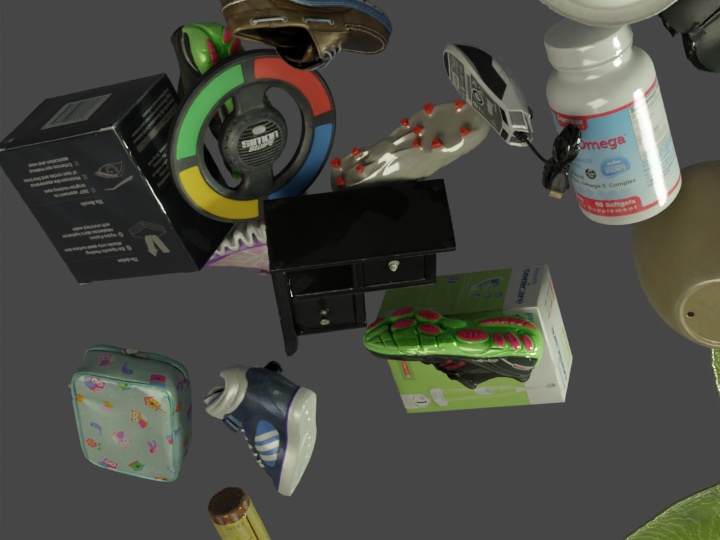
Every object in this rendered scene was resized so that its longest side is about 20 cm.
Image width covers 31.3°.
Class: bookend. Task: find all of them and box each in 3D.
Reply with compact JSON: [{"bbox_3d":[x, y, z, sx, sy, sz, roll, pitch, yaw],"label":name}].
[{"bbox_3d":[0.000,0.000,1.443,0.198,0.092,0.200,-7,149,-2],"label":"bookend"}]

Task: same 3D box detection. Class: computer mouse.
[{"bbox_3d":[0.155,-0.166,1.293,0.200,0.044,0.110,52,169,25],"label":"computer mouse"}]

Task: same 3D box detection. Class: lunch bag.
[{"bbox_3d":[-0.314,0.191,1.757,0.160,0.077,0.201,12,130,10],"label":"lunch bag"}]

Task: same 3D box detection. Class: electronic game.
[{"bbox_3d":[-0.115,-0.142,1.382,0.199,0.042,0.201,-17,127,-24],"label":"electronic game"}]

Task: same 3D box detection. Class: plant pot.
[{"bbox_3d":[0.381,0.005,1.350,0.199,0.135,0.201,9,130,11],"label":"plant pot"}]

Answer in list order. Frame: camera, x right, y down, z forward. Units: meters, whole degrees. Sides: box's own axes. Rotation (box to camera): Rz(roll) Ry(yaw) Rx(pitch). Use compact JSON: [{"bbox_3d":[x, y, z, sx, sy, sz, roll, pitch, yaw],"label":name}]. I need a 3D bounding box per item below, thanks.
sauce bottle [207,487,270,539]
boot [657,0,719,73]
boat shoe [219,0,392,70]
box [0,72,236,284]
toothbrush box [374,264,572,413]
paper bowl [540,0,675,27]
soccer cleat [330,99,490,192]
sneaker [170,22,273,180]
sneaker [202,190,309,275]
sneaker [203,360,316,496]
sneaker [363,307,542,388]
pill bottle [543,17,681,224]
[{"bbox_3d":[-0.162,0.407,1.888,0.066,0.066,0.201,-6,123,22],"label":"sauce bottle"},{"bbox_3d":[0.387,-0.240,1.188,0.200,0.076,0.168,41,125,-7],"label":"boot"},{"bbox_3d":[-0.054,-0.238,1.284,0.199,0.073,0.072,8,161,-32],"label":"boat shoe"},{"bbox_3d":[-0.275,-0.100,1.468,0.196,0.118,0.200,-5,126,34],"label":"box"},{"bbox_3d":[0.136,0.083,1.522,0.199,0.086,0.146,-6,125,23],"label":"toothbrush box"},{"bbox_3d":[0.217,-0.317,1.132,0.200,0.104,0.202,13,119,25],"label":"paper bowl"},{"bbox_3d":[0.059,-0.125,1.402,0.199,0.070,0.078,-23,147,24],"label":"soccer cleat"},{"bbox_3d":[-0.153,-0.191,1.418,0.084,0.077,0.201,22,141,38],"label":"sneaker"},{"bbox_3d":[-0.130,-0.029,1.527,0.199,0.081,0.089,-16,129,26],"label":"sneaker"},{"bbox_3d":[-0.139,0.205,1.720,0.146,0.081,0.201,20,135,13],"label":"sneaker"},{"bbox_3d":[0.100,0.094,1.424,0.199,0.077,0.084,6,126,10],"label":"sneaker"},{"bbox_3d":[0.248,-0.154,1.282,0.108,0.109,0.201,-9,124,23],"label":"pill bottle"}]
